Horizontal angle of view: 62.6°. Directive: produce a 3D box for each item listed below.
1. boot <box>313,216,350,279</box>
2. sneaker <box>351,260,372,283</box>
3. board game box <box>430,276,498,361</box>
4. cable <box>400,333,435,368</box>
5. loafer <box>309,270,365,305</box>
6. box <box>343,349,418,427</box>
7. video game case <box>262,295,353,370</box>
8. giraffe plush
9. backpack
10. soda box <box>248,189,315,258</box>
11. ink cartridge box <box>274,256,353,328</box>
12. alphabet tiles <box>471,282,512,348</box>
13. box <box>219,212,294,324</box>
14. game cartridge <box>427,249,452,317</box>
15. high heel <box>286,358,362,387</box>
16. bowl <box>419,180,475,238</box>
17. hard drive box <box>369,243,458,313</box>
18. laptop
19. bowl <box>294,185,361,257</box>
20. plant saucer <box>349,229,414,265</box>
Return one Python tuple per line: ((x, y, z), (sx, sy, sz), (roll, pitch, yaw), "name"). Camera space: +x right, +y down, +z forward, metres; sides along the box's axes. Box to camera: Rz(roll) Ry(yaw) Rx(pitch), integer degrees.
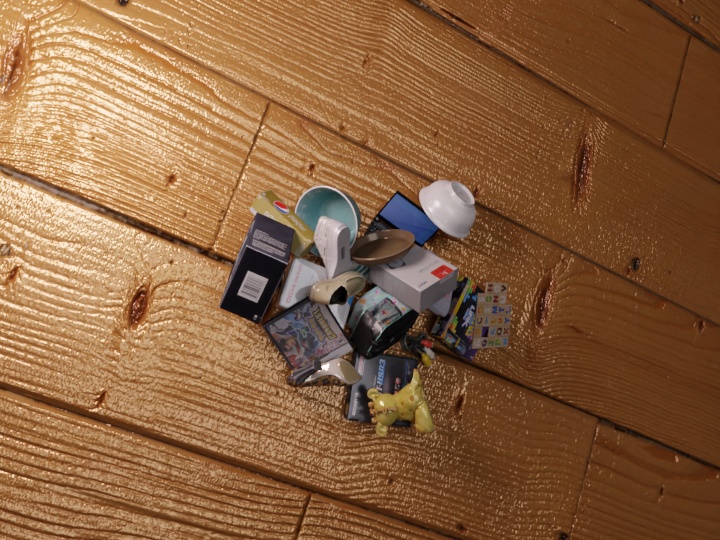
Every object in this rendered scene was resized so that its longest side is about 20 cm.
((-0.080, -0.048, 1.611), (0.073, 0.095, 0.203), (-21, 129, -42), "boot")
((0.000, 0.000, 1.726), (0.196, 0.070, 0.095), (-11, 107, -11), "sneaker")
((0.317, 0.147, 1.796), (0.165, 0.056, 0.202), (36, 74, -32), "board game box")
((0.172, 0.213, 1.722), (0.049, 0.200, 0.099), (-4, 64, 23), "cable")
((-0.051, 0.056, 1.581), (0.198, 0.068, 0.077), (-17, 133, -46), "loafer")
((0.062, 0.344, 1.725), (0.195, 0.050, 0.204), (12, 80, -18), "box")
((-0.141, 0.182, 1.625), (0.179, 0.026, 0.202), (-30, 111, 3), "video game case")
((0.107, 0.381, 1.637), (0.159, 0.201, 0.175), (-16, 57, 4), "giraffe plush")
((0.068, 0.135, 1.681), (0.198, 0.177, 0.154), (-23, 61, -30), "backpack")
((-0.210, -0.129, 1.636), (0.200, 0.068, 0.064), (45, 117, 4), "soda box")
((-0.126, 0.066, 1.670), (0.197, 0.084, 0.147), (22, 78, -17), "ink cartridge box")
((0.412, 0.139, 1.827), (0.165, 0.007, 0.204), (3, 95, -37), "alphabet tiles")
((-0.266, -0.009, 1.533), (0.116, 0.201, 0.198), (23, 116, -13), "box")
((0.216, 0.030, 1.760), (0.132, 0.041, 0.202), (31, 43, -10), "game cartridge")
((-0.102, 0.298, 1.647), (0.198, 0.142, 0.072), (21, 50, -40), "high heel")
((0.278, -0.203, 1.772), (0.199, 0.090, 0.203), (26, 39, -23), "bowl")
((0.145, 0.011, 1.640), (0.155, 0.199, 0.078), (-29, 135, -33), "hard drive box")
((0.114, -0.095, 1.755), (0.176, 0.103, 0.202), (34, 75, -12), "laptop")
((-0.077, -0.145, 1.670), (0.203, 0.199, 0.105), (62, 30, -3), "bowl")
((0.057, -0.063, 1.653), (0.197, 0.200, 0.030), (-22, 115, -18), "plant saucer")
